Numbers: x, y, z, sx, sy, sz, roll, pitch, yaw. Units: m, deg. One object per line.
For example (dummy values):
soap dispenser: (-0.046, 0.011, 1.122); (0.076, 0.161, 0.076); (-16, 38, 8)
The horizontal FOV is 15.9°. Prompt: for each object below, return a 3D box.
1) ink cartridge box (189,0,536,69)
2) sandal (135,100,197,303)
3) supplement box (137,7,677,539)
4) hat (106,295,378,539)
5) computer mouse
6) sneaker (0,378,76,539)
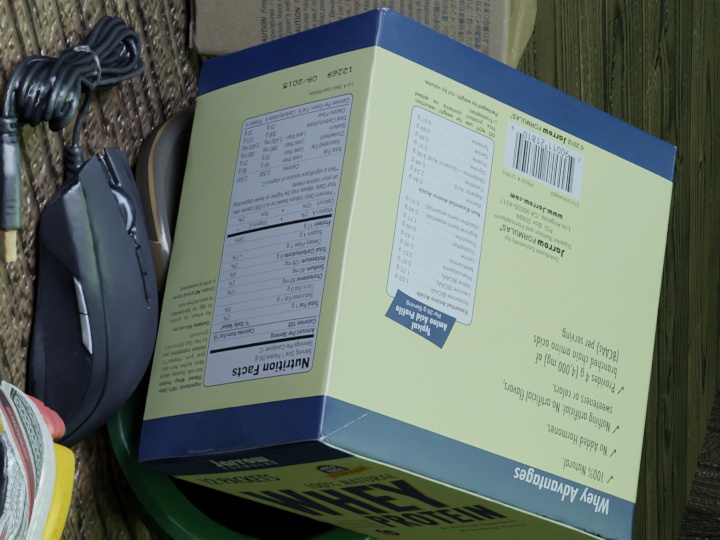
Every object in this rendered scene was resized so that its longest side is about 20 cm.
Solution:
ink cartridge box: (0.002, -0.197, 1.236); (0.075, 0.164, 0.201); (-64, 159, -53)
sandal: (-0.056, -0.050, 1.278); (0.200, 0.054, 0.082); (-52, 126, -54)
supplement box: (0.025, 0.014, 1.206); (0.200, 0.134, 0.200); (21, 70, -36)
hat: (-0.086, 0.112, 1.328); (0.200, 0.166, 0.176); (-48, -178, -36)
computer mouse: (-0.121, -0.005, 1.128); (0.140, 0.046, 0.201); (-36, 134, -71)
sneaker: (-0.168, 0.134, 1.008); (0.082, 0.078, 0.201); (55, 37, -64)
